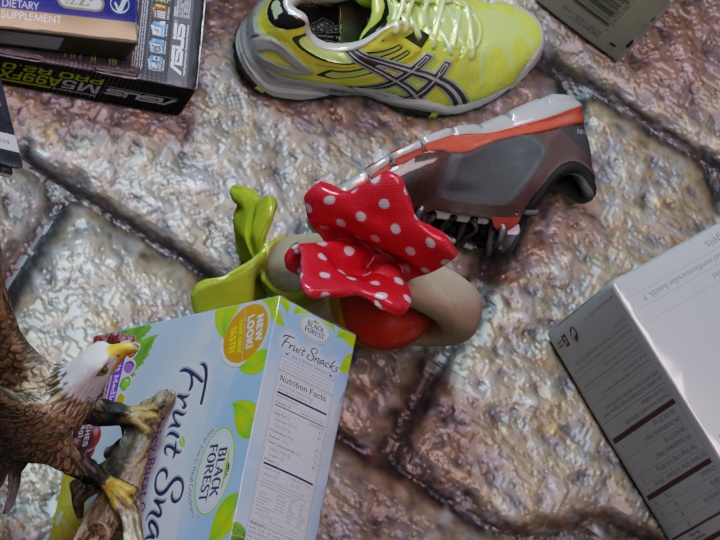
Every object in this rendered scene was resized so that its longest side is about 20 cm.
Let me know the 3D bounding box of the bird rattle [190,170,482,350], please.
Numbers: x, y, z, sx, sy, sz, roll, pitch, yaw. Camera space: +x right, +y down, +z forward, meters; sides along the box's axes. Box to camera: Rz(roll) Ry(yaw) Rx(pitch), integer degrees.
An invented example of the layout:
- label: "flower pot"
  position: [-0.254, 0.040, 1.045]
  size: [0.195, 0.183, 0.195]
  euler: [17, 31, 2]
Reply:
- label: "bird rattle"
  position: [0.000, 0.000, 1.738]
  size: [0.163, 0.200, 0.113]
  euler: [23, 65, -35]

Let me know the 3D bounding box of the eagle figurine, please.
- label: "eagle figurine"
  position: [-0.184, 0.061, 1.583]
  size: [0.200, 0.152, 0.151]
  euler: [33, 99, -34]

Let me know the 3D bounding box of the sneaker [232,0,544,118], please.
- label: "sneaker"
  position: [0.025, -0.141, 1.847]
  size: [0.199, 0.076, 0.076]
  euler: [-4, 72, -20]

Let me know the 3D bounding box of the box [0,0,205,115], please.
- label: "box"
  position: [-0.172, -0.206, 1.823]
  size: [0.159, 0.044, 0.201]
  euler: [9, 69, -14]

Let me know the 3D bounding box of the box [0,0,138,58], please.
- label: "box"
  position: [-0.192, -0.230, 1.784]
  size: [0.121, 0.032, 0.201]
  euler: [5, 70, -16]

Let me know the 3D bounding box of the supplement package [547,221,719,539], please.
- label: "supplement package"
  position: [0.226, 0.083, 1.813]
  size: [0.117, 0.117, 0.201]
  euler: [-28, 83, -24]

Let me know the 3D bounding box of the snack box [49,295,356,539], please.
- label: "snack box"
  position: [-0.096, 0.126, 1.664]
  size: [0.068, 0.168, 0.201]
  euler: [27, 64, -37]

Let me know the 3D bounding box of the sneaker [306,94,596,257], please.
- label: "sneaker"
  position: [0.064, -0.044, 1.830]
  size: [0.199, 0.077, 0.082]
  euler: [-21, 86, -22]

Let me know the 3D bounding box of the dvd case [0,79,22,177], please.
- label: "dvd case"
  position: [-0.259, -0.153, 1.624]
  size: [0.148, 0.016, 0.201]
  euler: [12, 56, -54]

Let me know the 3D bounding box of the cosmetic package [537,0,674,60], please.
- label: "cosmetic package"
  position: [0.204, -0.243, 1.924]
  size: [0.073, 0.104, 0.200]
  euler: [36, 64, -3]
